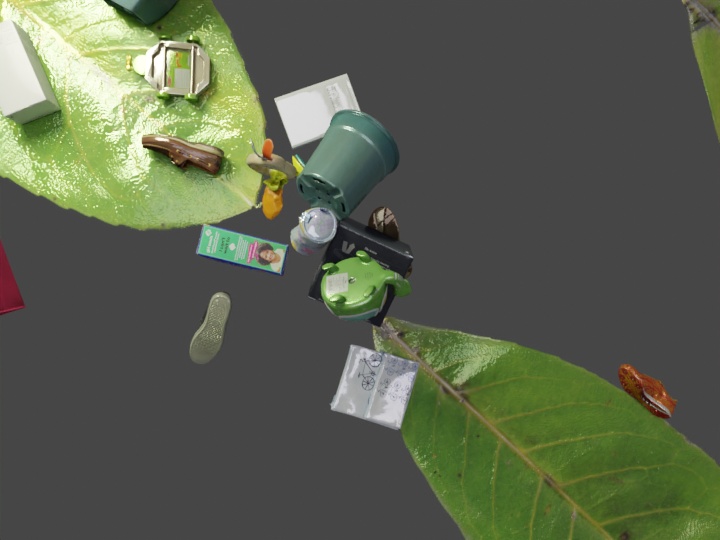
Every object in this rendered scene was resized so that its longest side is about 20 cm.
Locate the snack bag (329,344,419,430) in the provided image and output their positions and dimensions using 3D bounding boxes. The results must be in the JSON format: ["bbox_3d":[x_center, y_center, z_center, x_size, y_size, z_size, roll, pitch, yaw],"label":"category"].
[{"bbox_3d":[0.039,0.302,1.415,0.198,0.021,0.191,19,89,-7],"label":"snack bag"}]

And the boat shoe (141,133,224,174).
[{"bbox_3d":[-0.439,-0.285,1.324,0.198,0.072,0.068,12,87,-10],"label":"boat shoe"}]

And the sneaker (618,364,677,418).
[{"bbox_3d":[0.790,0.323,1.495,0.200,0.073,0.077,43,64,-9],"label":"sneaker"}]

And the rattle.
[{"bbox_3d":[-0.229,-0.218,1.286,0.129,0.200,0.144,30,87,-6],"label":"rattle"}]

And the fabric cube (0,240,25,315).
[{"bbox_3d":[-0.919,0.028,1.206,0.194,0.200,0.202,-19,95,-7],"label":"fabric cube"}]

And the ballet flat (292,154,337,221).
[{"bbox_3d":[-0.115,-0.202,1.372,0.200,0.067,0.067,44,99,-6],"label":"ballet flat"}]

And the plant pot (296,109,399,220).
[{"bbox_3d":[-0.040,-0.239,1.280,0.200,0.200,0.197,38,64,-6],"label":"plant pot"}]

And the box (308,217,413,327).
[{"bbox_3d":[0.000,0.000,1.334,0.195,0.118,0.202,24,107,-7],"label":"box"}]

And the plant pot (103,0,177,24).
[{"bbox_3d":[-0.524,-0.703,1.257,0.194,0.196,0.202,25,97,-7],"label":"plant pot"}]

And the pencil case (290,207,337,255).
[{"bbox_3d":[-0.117,-0.091,1.303,0.090,0.200,0.084,10,80,-12],"label":"pencil case"}]

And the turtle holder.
[{"bbox_3d":[0.006,0.040,1.224,0.185,0.132,0.141,-33,52,-9],"label":"turtle holder"}]

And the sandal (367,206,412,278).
[{"bbox_3d":[0.076,-0.070,1.403,0.080,0.054,0.202,-23,109,6],"label":"sandal"}]

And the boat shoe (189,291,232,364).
[{"bbox_3d":[-0.368,0.142,1.345,0.074,0.062,0.202,21,103,-11],"label":"boat shoe"}]

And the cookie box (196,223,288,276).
[{"bbox_3d":[-0.276,-0.045,1.298,0.198,0.171,0.076,13,86,-7],"label":"cookie box"}]

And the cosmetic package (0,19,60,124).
[{"bbox_3d":[-0.810,-0.464,1.270,0.107,0.085,0.202,-21,94,-6],"label":"cosmetic package"}]

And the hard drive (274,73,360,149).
[{"bbox_3d":[-0.105,-0.408,1.387,0.198,0.027,0.133,-21,93,-7],"label":"hard drive"}]

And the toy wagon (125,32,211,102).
[{"bbox_3d":[-0.473,-0.502,1.335,0.197,0.040,0.157,2,90,-6],"label":"toy wagon"}]
